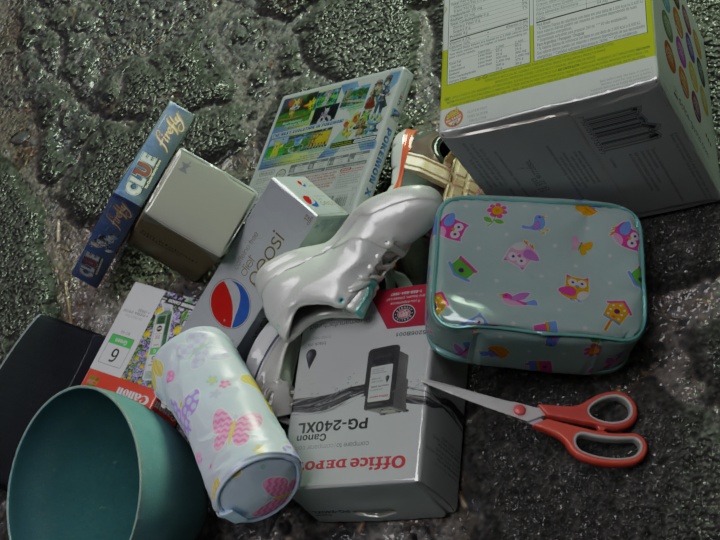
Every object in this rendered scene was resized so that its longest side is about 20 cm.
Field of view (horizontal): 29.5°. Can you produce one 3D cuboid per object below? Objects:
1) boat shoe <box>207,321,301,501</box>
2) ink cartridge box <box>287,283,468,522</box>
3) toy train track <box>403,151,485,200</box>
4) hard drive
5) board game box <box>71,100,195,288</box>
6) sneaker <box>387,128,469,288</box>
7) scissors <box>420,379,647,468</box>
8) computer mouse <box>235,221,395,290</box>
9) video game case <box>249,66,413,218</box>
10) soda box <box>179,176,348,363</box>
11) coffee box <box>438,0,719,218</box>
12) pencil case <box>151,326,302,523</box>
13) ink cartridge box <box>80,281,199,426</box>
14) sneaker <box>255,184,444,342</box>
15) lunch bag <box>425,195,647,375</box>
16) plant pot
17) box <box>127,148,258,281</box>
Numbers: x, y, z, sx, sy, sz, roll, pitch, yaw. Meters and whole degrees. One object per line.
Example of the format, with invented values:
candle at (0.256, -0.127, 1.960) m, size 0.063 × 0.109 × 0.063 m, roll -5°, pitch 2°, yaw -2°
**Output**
boat shoe at (-0.087, 0.140, 1.340) m, size 0.066 × 0.072 × 0.200 m, roll 11°, pitch 63°, yaw 19°
ink cartridge box at (0.017, 0.125, 1.277) m, size 0.145 × 0.083 × 0.200 m, roll -8°, pitch 58°, yaw 26°
toy train track at (0.110, -0.124, 1.371) m, size 0.033 × 0.115 × 0.200 m, roll 125°, pitch 166°, yaw -48°
hard drive at (-0.360, 0.146, 1.510) m, size 0.135 × 0.042 × 0.200 m, roll 16°, pitch 71°, yaw 36°
board game box at (-0.250, -0.080, 1.491) m, size 0.200 × 0.035 × 0.136 m, roll -47°, pitch 15°, yaw 54°
sneaker at (0.071, -0.064, 1.368) m, size 0.082 × 0.077 × 0.200 m, roll -7°, pitch 60°, yaw 19°
scissors at (0.149, 0.131, 1.189) m, size 0.200 × 0.014 × 0.073 m, roll 5°, pitch 58°, yaw 2°
computer mouse at (-0.045, 0.006, 1.403) m, size 0.200 × 0.044 × 0.110 m, roll 13°, pitch 99°, yaw 29°
video game case at (-0.043, -0.122, 1.468) m, size 0.200 × 0.022 × 0.182 m, roll -6°, pitch 58°, yaw 47°
soda box at (-0.098, 0.004, 1.372) m, size 0.068 × 0.064 × 0.200 m, roll 41°, pitch 112°, yaw 21°
coffee box at (0.205, -0.174, 1.272) m, size 0.200 × 0.200 × 0.198 m, roll -13°, pitch 56°, yaw 24°
pencil case at (-0.127, 0.139, 1.255) m, size 0.091 × 0.083 × 0.200 m, roll -33°, pitch 44°, yaw -5°
ink cartridge box at (-0.235, 0.118, 1.449) m, size 0.109 × 0.050 × 0.200 m, roll 14°, pitch 69°, yaw 35°
sneaker at (0.000, 0.000, 1.277) m, size 0.200 × 0.075 × 0.089 m, roll -32°, pitch 53°, yaw 13°
lunch bag at (0.159, 0.008, 1.231) m, size 0.200 × 0.077 × 0.161 m, roll 5°, pitch 57°, yaw -1°
plant pot at (-0.226, 0.218, 1.315) m, size 0.200 × 0.135 × 0.200 m, roll -12°, pitch 72°, yaw 39°
box at (-0.178, -0.054, 1.423) m, size 0.078 × 0.095 × 0.200 m, roll -61°, pitch 8°, yaw -14°
